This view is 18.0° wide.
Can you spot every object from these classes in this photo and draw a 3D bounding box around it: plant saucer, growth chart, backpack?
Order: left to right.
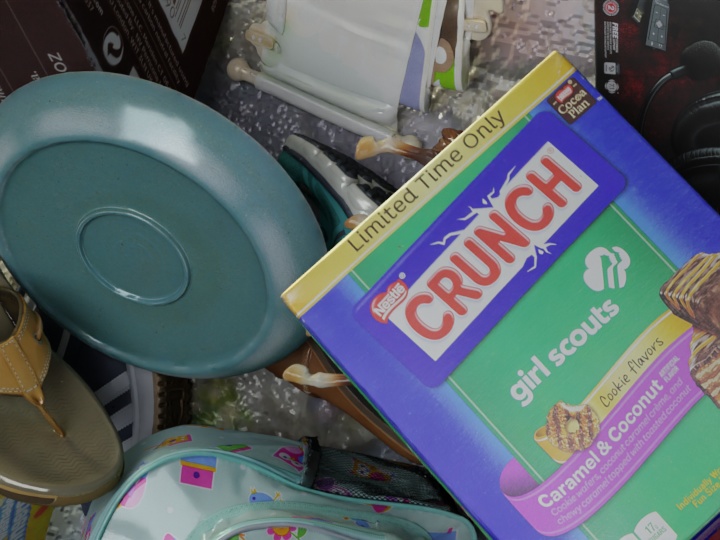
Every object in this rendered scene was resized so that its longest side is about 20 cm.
[{"bbox_3d":[-0.112,-0.013,1.163,0.199,0.027,0.201,15,137,15],"label":"plant saucer"},{"bbox_3d":[-0.054,0.174,1.173,0.199,0.153,0.177,18,99,-2],"label":"backpack"},{"bbox_3d":[0.010,-0.154,1.206,0.144,0.018,0.201,30,125,16],"label":"growth chart"}]

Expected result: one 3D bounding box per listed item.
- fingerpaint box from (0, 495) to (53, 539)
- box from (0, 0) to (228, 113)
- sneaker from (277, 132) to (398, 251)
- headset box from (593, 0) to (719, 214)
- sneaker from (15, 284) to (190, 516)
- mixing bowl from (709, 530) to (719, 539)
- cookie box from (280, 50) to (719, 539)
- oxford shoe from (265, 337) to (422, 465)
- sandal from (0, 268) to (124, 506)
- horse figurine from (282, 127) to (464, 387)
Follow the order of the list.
[{"bbox_3d":[-0.245,0.087,1.262,0.167,0.073,0.200,45,147,16],"label":"fingerpaint box"},{"bbox_3d":[-0.201,-0.145,1.216,0.199,0.166,0.165,-5,47,21],"label":"box"},{"bbox_3d":[0.000,0.000,1.187,0.080,0.077,0.200,-46,47,14],"label":"sneaker"},{"bbox_3d":[0.214,-0.073,1.063,0.199,0.075,0.149,6,114,19],"label":"headset box"},{"bbox_3d":[-0.156,0.091,1.283,0.108,0.070,0.201,0,84,17],"label":"sneaker"},{"bbox_3d":[0.194,0.107,1.087,0.199,0.108,0.201,-1,87,22],"label":"mixing bowl"},{"bbox_3d":[0.093,0.034,1.005,0.171,0.075,0.200,-42,75,-4],"label":"cookie box"},{"bbox_3d":[-0.021,0.040,1.245,0.200,0.071,0.071,43,135,13],"label":"oxford shoe"},{"bbox_3d":[-0.190,0.035,1.154,0.200,0.080,0.054,57,153,20],"label":"sandal"},{"bbox_3d":[0.047,0.007,1.092,0.132,0.050,0.201,12,60,10],"label":"horse figurine"}]
